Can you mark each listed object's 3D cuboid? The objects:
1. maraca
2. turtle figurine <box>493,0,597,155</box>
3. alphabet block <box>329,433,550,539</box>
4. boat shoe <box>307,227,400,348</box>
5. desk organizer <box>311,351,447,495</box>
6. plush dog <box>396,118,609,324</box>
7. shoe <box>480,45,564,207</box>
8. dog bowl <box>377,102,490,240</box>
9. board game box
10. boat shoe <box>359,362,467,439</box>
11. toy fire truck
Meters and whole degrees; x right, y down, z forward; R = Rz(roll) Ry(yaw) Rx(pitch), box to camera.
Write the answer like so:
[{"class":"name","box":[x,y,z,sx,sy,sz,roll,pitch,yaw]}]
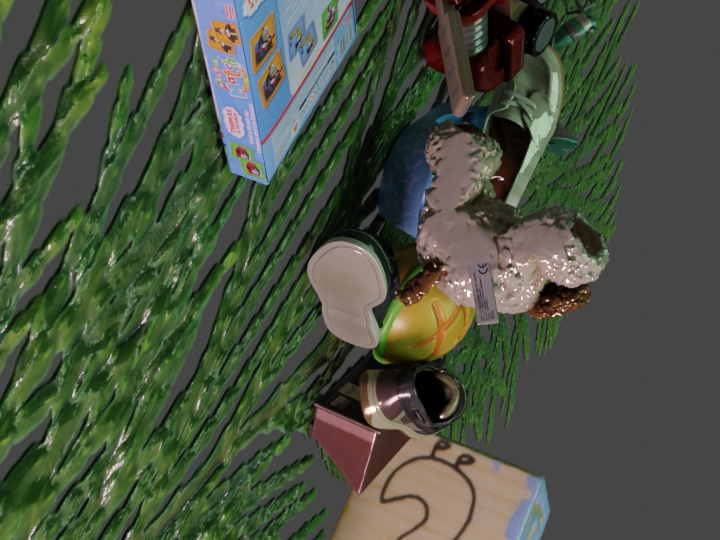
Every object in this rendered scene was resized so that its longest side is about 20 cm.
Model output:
[{"class":"maraca","box":[0.066,0.030,1.465,0.138,0.107,0.200,-59,164,16]},{"class":"turtle figurine","box":[0.172,-0.214,1.549,0.150,0.100,0.201,-29,-123,56]},{"class":"alphabet block","box":[0.094,0.309,1.717,0.197,0.199,0.196,70,41,-65]},{"class":"boat shoe","box":[0.002,0.001,1.297,0.200,0.074,0.066,77,34,-62]},{"class":"desk organizer","box":[0.016,0.146,1.510,0.200,0.071,0.077,-37,145,-62]},{"class":"plush dog","box":[0.115,-0.012,1.322,0.161,0.200,0.172,-49,158,3]},{"class":"shoe","box":[0.152,-0.128,1.461,0.053,0.070,0.201,-43,151,-74]},{"class":"dog bowl","box":[0.073,-0.103,1.449,0.200,0.049,0.112,-43,148,-59]},{"class":"board game box","box":[-0.053,-0.177,0.981,0.200,0.036,0.152,85,29,-56]},{"class":"boat shoe","box":[0.067,0.126,1.430,0.200,0.064,0.074,6,78,-63]},{"class":"toy fire truck","box":[0.101,-0.215,1.318,0.200,0.128,0.176,-49,156,-25]}]
